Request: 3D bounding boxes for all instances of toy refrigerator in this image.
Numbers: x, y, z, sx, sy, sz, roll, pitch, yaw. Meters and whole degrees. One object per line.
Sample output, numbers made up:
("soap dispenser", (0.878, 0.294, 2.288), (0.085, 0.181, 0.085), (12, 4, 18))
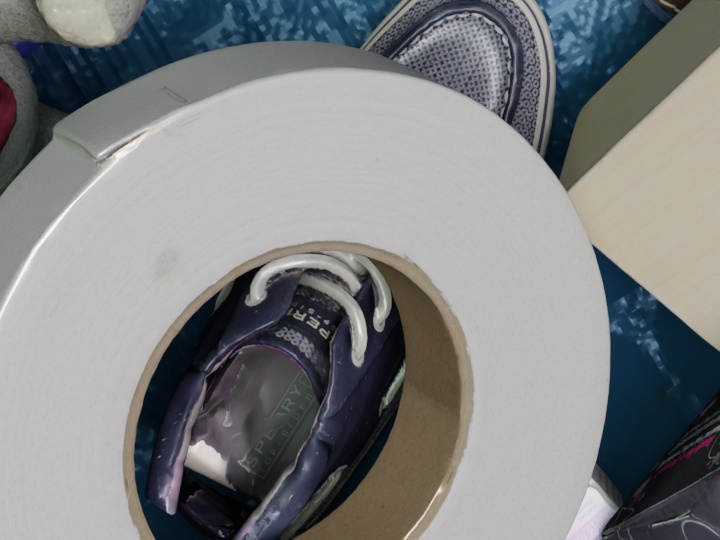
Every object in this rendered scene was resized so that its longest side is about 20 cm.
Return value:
("toy refrigerator", (0.149, -0.072, 0.737), (0.076, 0.070, 0.200), (38, 121, -11))

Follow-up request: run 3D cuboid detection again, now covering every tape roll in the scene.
("tape roll", (-0.023, 0.038, 0.726), (0.202, 0.037, 0.204), (-9, 111, -26))

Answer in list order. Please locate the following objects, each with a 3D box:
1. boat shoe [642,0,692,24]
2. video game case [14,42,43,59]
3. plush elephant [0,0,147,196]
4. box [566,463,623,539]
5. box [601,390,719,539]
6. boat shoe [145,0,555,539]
("boat shoe", (0.179, -0.115, 0.790), (0.199, 0.072, 0.073), (-20, 91, 7))
("video game case", (-0.203, -0.105, 0.843), (0.200, 0.045, 0.181), (-41, 90, 6))
("plush elephant", (-0.149, -0.008, 0.741), (0.199, 0.165, 0.156), (10, 62, 8))
("box", (-0.002, 0.124, 0.839), (0.200, 0.041, 0.039), (-42, 90, 7))
("box", (0.188, 0.097, 0.760), (0.200, 0.132, 0.115), (44, 72, 2))
("boat shoe", (0.000, 0.000, 0.805), (0.074, 0.093, 0.201), (25, 96, 4))
